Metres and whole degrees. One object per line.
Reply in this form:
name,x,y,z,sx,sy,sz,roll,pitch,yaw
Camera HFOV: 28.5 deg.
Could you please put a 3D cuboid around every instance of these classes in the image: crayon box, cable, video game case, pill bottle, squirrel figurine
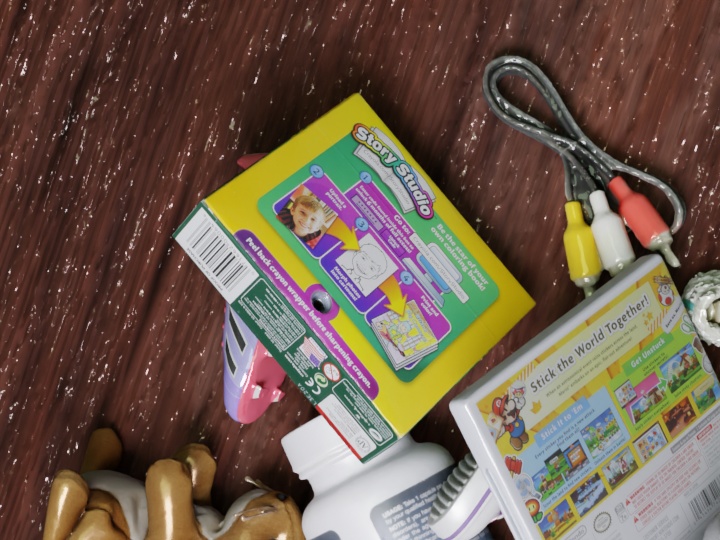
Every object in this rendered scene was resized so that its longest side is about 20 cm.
crayon box,0.000,0.000,0.971,0.200,0.172,0.058,50,139,1
cable,0.162,-0.077,1.011,0.097,0.050,0.201,-28,84,7
video game case,0.168,0.115,0.932,0.199,0.023,0.183,-33,101,-31
pill bottle,0.028,0.188,0.989,0.119,0.120,0.201,-28,82,8
squirrel figurine,-0.131,0.227,1.022,0.185,0.142,0.202,11,90,0

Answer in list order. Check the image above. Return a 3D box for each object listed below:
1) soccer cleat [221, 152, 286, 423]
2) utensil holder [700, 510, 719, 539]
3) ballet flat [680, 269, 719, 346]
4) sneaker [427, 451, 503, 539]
soccer cleat,-0.076,0.011,1.050,0.076,0.067,0.202,13,88,21
utensil holder,0.233,0.279,0.901,0.170,0.170,0.201,40,113,10
ballet flat,0.319,0.035,0.969,0.198,0.072,0.072,2,87,10
sneaker,0.138,0.137,0.951,0.114,0.073,0.200,48,55,3
